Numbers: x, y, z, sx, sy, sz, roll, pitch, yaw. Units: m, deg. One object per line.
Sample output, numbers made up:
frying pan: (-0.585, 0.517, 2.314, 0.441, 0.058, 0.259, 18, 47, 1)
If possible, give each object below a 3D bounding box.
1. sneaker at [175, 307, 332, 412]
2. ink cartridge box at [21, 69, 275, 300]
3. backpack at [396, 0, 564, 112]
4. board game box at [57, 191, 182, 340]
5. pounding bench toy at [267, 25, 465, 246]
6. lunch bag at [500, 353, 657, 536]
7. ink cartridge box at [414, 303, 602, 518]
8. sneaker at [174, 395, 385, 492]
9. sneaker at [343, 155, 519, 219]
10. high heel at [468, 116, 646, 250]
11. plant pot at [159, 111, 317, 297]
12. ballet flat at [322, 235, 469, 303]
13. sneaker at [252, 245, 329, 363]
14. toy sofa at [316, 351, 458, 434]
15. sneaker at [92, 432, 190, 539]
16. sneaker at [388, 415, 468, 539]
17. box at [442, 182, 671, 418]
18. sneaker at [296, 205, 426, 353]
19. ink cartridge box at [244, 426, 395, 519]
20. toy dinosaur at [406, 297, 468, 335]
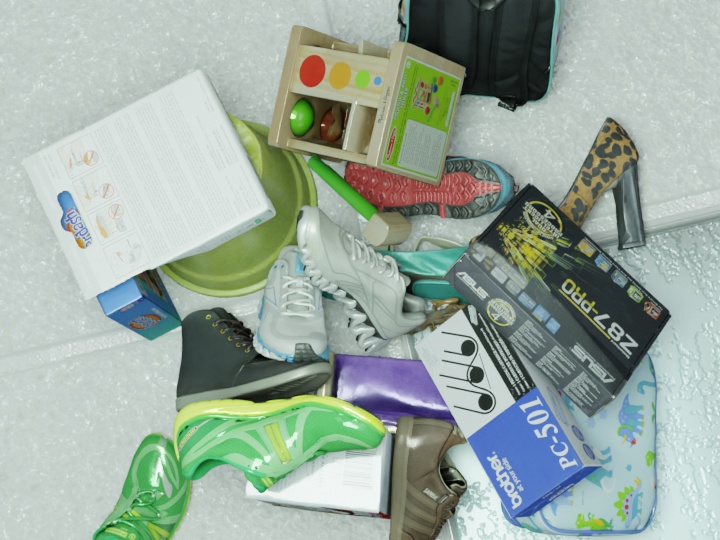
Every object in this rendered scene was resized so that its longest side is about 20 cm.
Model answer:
sneaker: (-0.119, 0.083, 1.596, 0.200, 0.075, 0.107, -14, 74, 34)
ink cartridge box: (-0.205, -0.081, 1.494, 0.200, 0.050, 0.161, -27, 79, 4)
backpack: (0.129, -0.284, 1.608, 0.175, 0.200, 0.154, 7, 60, 6)
board game box: (-0.254, -0.013, 1.593, 0.045, 0.200, 0.152, -28, 78, 0)
pounding bench toy: (-0.009, -0.134, 1.567, 0.156, 0.124, 0.201, 14, 93, 33)
lunch bag: (0.219, 0.167, 1.553, 0.160, 0.082, 0.201, 5, 82, -30)
ink cartridge box: (0.141, 0.130, 1.487, 0.094, 0.044, 0.200, -39, 66, 23)
sneaker: (-0.072, 0.161, 1.401, 0.199, 0.074, 0.084, -5, 70, 13)
sneaker: (0.077, -0.088, 1.644, 0.200, 0.095, 0.080, 12, 98, 31)
high heel: (0.203, -0.086, 1.628, 0.199, 0.071, 0.143, -6, 86, -13)
plant pot: (-0.153, -0.085, 1.604, 0.200, 0.184, 0.201, -1, 80, 4)
ballet flat: (0.049, -0.003, 1.642, 0.199, 0.067, 0.071, 2, 56, 5)
sneaker: (-0.070, 0.029, 1.554, 0.075, 0.200, 0.087, 7, 109, -12)
toy sofa: (0.054, 0.132, 1.594, 0.199, 0.098, 0.083, 4, 81, 6)
sneaker: (-0.232, 0.269, 1.601, 0.074, 0.084, 0.201, 16, 81, 8)
sneaker: (0.069, 0.235, 1.543, 0.075, 0.071, 0.200, 3, 125, 5)
box: (0.196, 0.026, 1.509, 0.200, 0.049, 0.161, 44, 44, 3)
sneaker: (0.000, 0.000, 1.554, 0.081, 0.200, 0.075, -18, 44, 21)
ink cartridge box: (-0.055, 0.197, 1.539, 0.175, 0.200, 0.084, 6, 79, 6)
toy dinosaur: (0.140, 0.050, 1.611, 0.199, 0.106, 0.061, 8, 75, 13)
